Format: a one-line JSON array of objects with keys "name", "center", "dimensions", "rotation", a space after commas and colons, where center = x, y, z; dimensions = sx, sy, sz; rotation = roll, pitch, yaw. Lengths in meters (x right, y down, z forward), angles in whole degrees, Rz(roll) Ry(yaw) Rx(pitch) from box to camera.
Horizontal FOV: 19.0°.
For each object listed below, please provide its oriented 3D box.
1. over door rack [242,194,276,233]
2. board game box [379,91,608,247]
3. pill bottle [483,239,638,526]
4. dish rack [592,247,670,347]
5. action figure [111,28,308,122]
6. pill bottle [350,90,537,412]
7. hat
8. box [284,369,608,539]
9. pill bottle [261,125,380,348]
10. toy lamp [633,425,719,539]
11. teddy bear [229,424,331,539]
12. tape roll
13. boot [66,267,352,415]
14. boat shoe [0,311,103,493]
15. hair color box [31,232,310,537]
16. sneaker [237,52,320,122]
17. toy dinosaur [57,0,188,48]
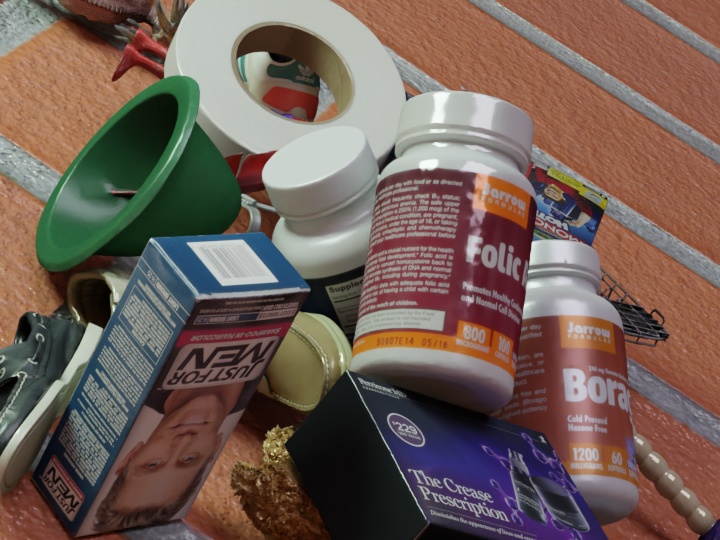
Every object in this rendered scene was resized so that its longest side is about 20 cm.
[{"name": "over door rack", "center": [-0.066, -0.046, 1.761], "dimensions": [0.147, 0.067, 0.200], "rotation": [14, 19, -29]}, {"name": "board game box", "center": [0.090, -0.050, 1.744], "dimensions": [0.199, 0.062, 0.200], "rotation": [28, 25, 4]}, {"name": "pill bottle", "center": [0.145, 0.085, 1.611], "dimensions": [0.111, 0.112, 0.202], "rotation": [11, 65, -32]}, {"name": "dish rack", "center": [0.167, 0.012, 1.849], "dimensions": [0.153, 0.055, 0.200], "rotation": [12, 24, -41]}, {"name": "action figure", "center": [-0.106, -0.126, 1.760], "dimensions": [0.199, 0.052, 0.066], "rotation": [27, 22, -3]}, {"name": "pill bottle", "center": [0.061, -0.012, 1.480], "dimensions": [0.113, 0.114, 0.202], "rotation": [17, 71, -24]}, {"name": "hat", "center": [-0.112, -0.033, 1.594], "dimensions": [0.176, 0.200, 0.166], "rotation": [39, 19, -28]}, {"name": "box", "center": [0.065, 0.159, 1.423], "dimensions": [0.199, 0.079, 0.141], "rotation": [20, 26, -41]}, {"name": "pill bottle", "center": [0.000, 0.000, 1.587], "dimensions": [0.111, 0.110, 0.201], "rotation": [-83, 154, -60]}, {"name": "toy lamp", "center": [0.221, 0.143, 1.689], "dimensions": [0.200, 0.058, 0.058], "rotation": [46, 30, 3]}, {"name": "teddy bear", "center": [-0.015, 0.157, 1.491], "dimensions": [0.145, 0.067, 0.200], "rotation": [37, 21, 1]}, {"name": "tape roll", "center": [-0.060, -0.149, 1.738], "dimensions": [0.201, 0.037, 0.204], "rotation": [14, 50, -17]}, {"name": "boot", "center": [-0.107, 0.049, 1.520], "dimensions": [0.154, 0.073, 0.200], "rotation": [6, 16, -36]}, {"name": "boat shoe", "center": [-0.223, 0.076, 1.396], "dimensions": [0.066, 0.075, 0.200], "rotation": [27, 28, -2]}, {"name": "hair color box", "center": [-0.121, 0.073, 1.364], "dimensions": [0.100, 0.201, 0.061], "rotation": [-4, 43, -46]}, {"name": "sneaker", "center": [-0.076, -0.176, 1.882], "dimensions": [0.070, 0.094, 0.200], "rotation": [14, 17, -23]}, {"name": "toy dinosaur", "center": [-0.224, -0.243, 1.899], "dimensions": [0.198, 0.086, 0.136], "rotation": [10, 41, -24]}]
